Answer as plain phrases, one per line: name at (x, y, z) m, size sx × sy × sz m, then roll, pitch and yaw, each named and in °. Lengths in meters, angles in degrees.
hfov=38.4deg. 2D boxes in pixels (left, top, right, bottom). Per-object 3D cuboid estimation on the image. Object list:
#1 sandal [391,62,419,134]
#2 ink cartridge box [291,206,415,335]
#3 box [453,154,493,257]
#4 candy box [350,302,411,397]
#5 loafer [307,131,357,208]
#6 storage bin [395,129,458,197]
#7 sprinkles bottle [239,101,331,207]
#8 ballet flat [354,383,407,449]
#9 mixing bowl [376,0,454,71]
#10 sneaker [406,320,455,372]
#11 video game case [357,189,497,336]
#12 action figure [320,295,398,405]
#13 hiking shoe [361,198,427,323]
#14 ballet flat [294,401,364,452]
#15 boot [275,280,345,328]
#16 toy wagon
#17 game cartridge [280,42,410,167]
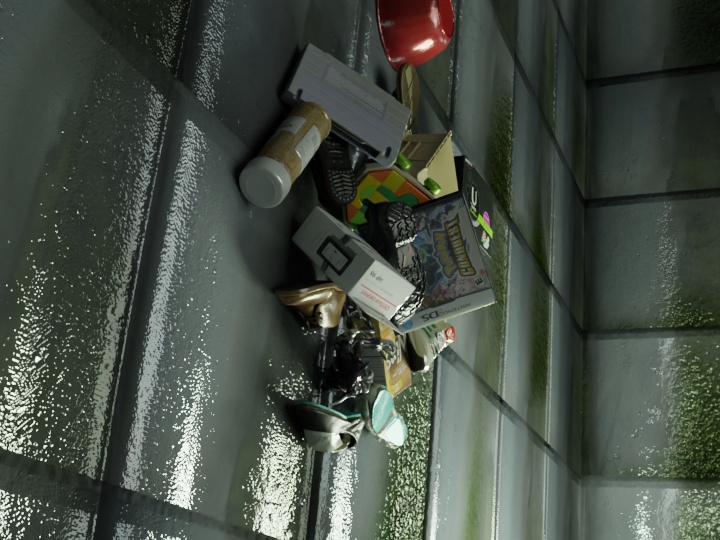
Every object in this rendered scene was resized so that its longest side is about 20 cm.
sandal at (0.075, -0.295, 1.954) m, size 0.080 × 0.054 × 0.200 m, roll -58°, pitch 153°, yaw -46°
ink cartridge box at (0.000, 0.000, 1.520) m, size 0.068 × 0.200 × 0.116 m, roll -51°, pitch 139°, yaw 6°
box at (0.181, -0.121, 2.075) m, size 0.200 × 0.124 × 0.149 m, roll 38°, pitch 53°, yaw -59°
candy box at (0.035, 0.114, 1.778) m, size 0.115 × 0.055 × 0.201 m, roll -21°, pitch 105°, yaw -65°
loafer at (-0.059, -0.185, 1.606) m, size 0.073 × 0.071 × 0.200 m, roll 7°, pitch 65°, yaw -33°
storage bin at (0.107, -0.122, 1.832) m, size 0.199 × 0.093 × 0.200 m, roll -55°, pitch 140°, yaw -55°
sprinkles bottle at (-0.104, -0.168, 1.472) m, size 0.200 × 0.068 × 0.068 m, roll -61°, pitch 141°, yaw -50°
ballet flat at (0.024, 0.241, 1.712) m, size 0.200 × 0.072 × 0.072 m, roll 65°, pitch 30°, yaw -55°
mixing bowl at (0.117, -0.489, 2.003) m, size 0.200 × 0.108 × 0.201 m, roll -3°, pitch 90°, yaw -67°
sneaker at (0.128, 0.121, 1.881) m, size 0.200 × 0.093 × 0.071 m, roll -95°, pitch 179°, yaw -71°
video game case at (0.111, -0.010, 1.696) m, size 0.026 × 0.180 × 0.200 m, roll -103°, pitch 173°, yaw -72°
action figure at (-0.001, 0.131, 1.618) m, size 0.102 × 0.119 × 0.200 m, roll 26°, pitch 48°, yaw -25°
hiking shoe at (0.046, -0.017, 1.634) m, size 0.076 × 0.101 × 0.201 m, roll -15°, pitch 109°, yaw -33°
ballet flat at (-0.044, 0.241, 1.564) m, size 0.200 × 0.068 × 0.069 m, roll 28°, pitch 70°, yaw -63°
boot at (-0.068, 0.051, 1.534) m, size 0.200 × 0.073 × 0.076 m, roll 5°, pitch 88°, yaw -70°
toy wagon at (0.065, -0.092, 1.701) m, size 0.200 × 0.155 × 0.040 m, roll 36°, pitch 16°, yaw -20°
game cartridge at (-0.019, -0.257, 1.602) m, size 0.200 × 0.038 × 0.130 m, roll 32°, pitch 43°, yaw -15°
